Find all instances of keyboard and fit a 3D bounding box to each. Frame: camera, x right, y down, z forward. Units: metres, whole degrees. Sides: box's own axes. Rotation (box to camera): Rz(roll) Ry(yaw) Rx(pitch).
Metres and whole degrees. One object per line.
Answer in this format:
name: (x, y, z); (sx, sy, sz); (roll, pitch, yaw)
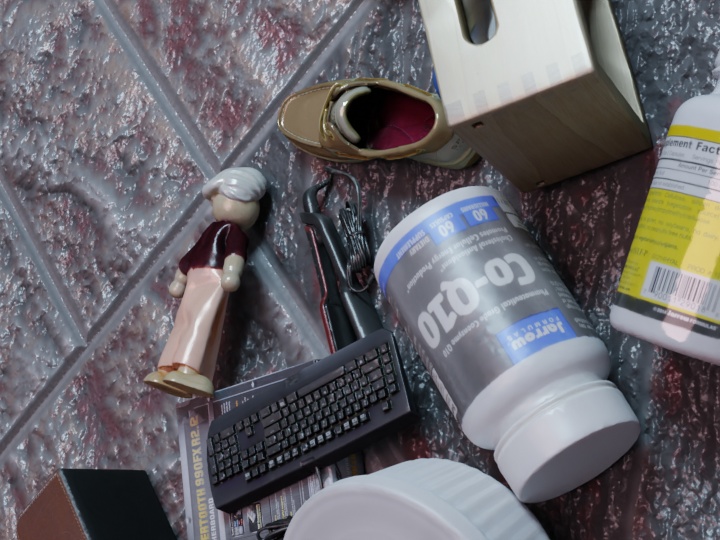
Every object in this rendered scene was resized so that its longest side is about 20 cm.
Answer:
keyboard: (-0.039, 0.137, 0.996); (0.199, 0.021, 0.128); (-31, 64, 29)

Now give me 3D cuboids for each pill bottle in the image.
pill bottle: (0.100, 0.050, 0.908); (0.114, 0.113, 0.201); (-44, 59, 23)
pill bottle: (0.237, -0.043, 0.823); (0.111, 0.111, 0.201); (21, 94, 38)

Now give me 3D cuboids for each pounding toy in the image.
pounding toy: (0.099, -0.170, 0.925); (0.141, 0.184, 0.201); (-19, 70, 20)

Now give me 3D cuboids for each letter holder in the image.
letter holder: (-0.220, 0.291, 1.118); (0.142, 0.100, 0.201); (-46, 57, 23)

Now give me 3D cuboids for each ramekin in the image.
ramekin: (0.049, 0.222, 0.893); (0.201, 0.094, 0.204); (13, 112, 34)

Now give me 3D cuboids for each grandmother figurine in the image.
grandmother figurine: (-0.125, 0.005, 1.107); (0.121, 0.060, 0.201); (-2, 66, 48)

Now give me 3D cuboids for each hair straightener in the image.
hair straightener: (0.000, 0.000, 1.049); (0.077, 0.041, 0.201); (-28, 61, 30)

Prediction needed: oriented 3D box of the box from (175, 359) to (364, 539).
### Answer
box: (-0.069, 0.187, 1.053); (0.158, 0.048, 0.202); (-21, 68, 34)

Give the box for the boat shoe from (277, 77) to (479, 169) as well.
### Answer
boat shoe: (0.004, -0.123, 1.044); (0.199, 0.066, 0.075); (7, 85, 38)
